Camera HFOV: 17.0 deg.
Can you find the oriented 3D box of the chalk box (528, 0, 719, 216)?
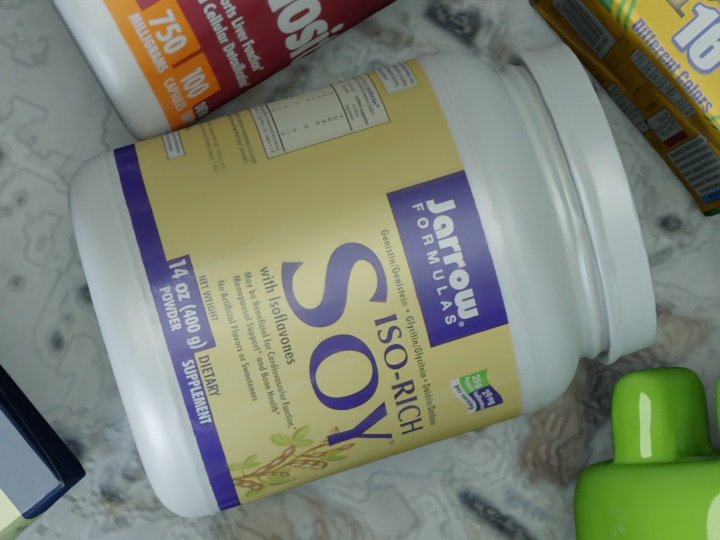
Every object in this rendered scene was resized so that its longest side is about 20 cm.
[{"bbox_3d":[0.184,-0.134,0.953,0.200,0.125,0.124,-40,89,-3],"label":"chalk box"}]

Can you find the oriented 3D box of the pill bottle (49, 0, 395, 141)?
[{"bbox_3d":[-0.030,-0.145,0.949,0.199,0.113,0.113,-32,89,-4],"label":"pill bottle"}]

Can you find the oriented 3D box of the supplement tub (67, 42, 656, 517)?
[{"bbox_3d":[0.000,0.000,0.926,0.198,0.145,0.147,-17,88,-3],"label":"supplement tub"}]

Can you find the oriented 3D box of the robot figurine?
[{"bbox_3d":[0.144,0.137,0.940,0.174,0.116,0.202,-4,89,23],"label":"robot figurine"}]

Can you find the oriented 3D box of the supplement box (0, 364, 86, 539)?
[{"bbox_3d":[-0.244,0.067,0.916,0.199,0.134,0.200,-39,89,-4],"label":"supplement box"}]
